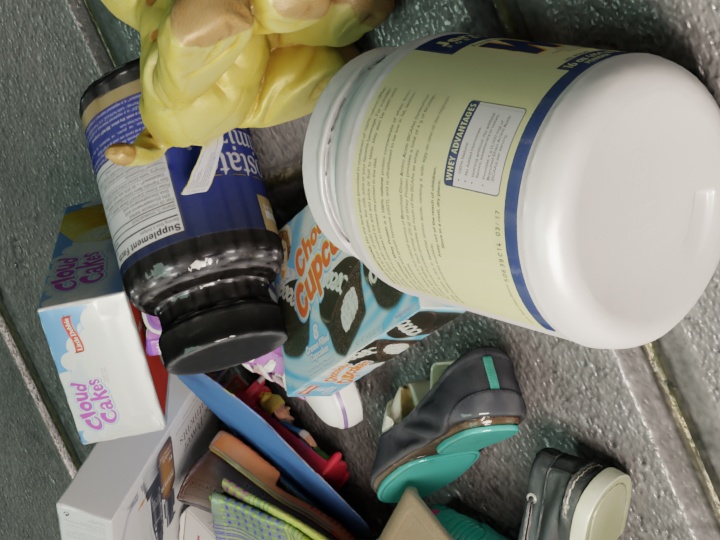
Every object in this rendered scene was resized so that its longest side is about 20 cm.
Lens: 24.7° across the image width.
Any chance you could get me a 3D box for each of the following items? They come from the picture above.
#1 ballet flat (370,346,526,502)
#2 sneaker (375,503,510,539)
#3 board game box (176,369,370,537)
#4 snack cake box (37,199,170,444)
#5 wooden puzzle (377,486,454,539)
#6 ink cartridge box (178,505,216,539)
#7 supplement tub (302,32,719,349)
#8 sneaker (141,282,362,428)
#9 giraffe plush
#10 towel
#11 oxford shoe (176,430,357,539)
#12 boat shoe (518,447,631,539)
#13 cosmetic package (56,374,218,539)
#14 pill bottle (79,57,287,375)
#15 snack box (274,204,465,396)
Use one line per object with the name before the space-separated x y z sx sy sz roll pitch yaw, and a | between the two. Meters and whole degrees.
ballet flat | 0.054 0.098 1.085 0.073 0.073 0.200 55 153 8
sneaker | 0.047 0.241 1.173 0.121 0.083 0.201 36 132 26
board game box | -0.056 0.123 1.252 0.200 0.039 0.158 47 165 -23
snack cake box | -0.191 0.032 1.265 0.200 0.067 0.116 -100 -2 -66
wooden puzzle | 0.041 0.268 1.057 0.186 0.046 0.200 -62 34 16
ink cartridge box | -0.056 0.281 1.350 0.200 0.083 0.147 40 142 28
supplement tub | 0.077 -0.048 0.860 0.199 0.145 0.146 16 127 48
sneaker | -0.089 0.053 1.183 0.201 0.114 0.073 51 165 20
giraffe plush | -0.099 -0.169 1.008 0.200 0.172 0.163 -46 63 39
towel | -0.050 0.258 1.220 0.143 0.023 0.201 25 135 32
oxford shoe | -0.055 0.213 1.278 0.200 0.073 0.071 37 166 16
boat shoe | 0.118 0.196 1.049 0.066 0.074 0.200 30 134 30
cosmetic package | -0.174 0.178 1.328 0.051 0.200 0.151 15 131 13
pill bottle | -0.116 -0.037 1.116 0.112 0.111 0.201 -39 64 57
snack box | 0.000 0.000 1.058 0.200 0.037 0.117 -37 55 57
